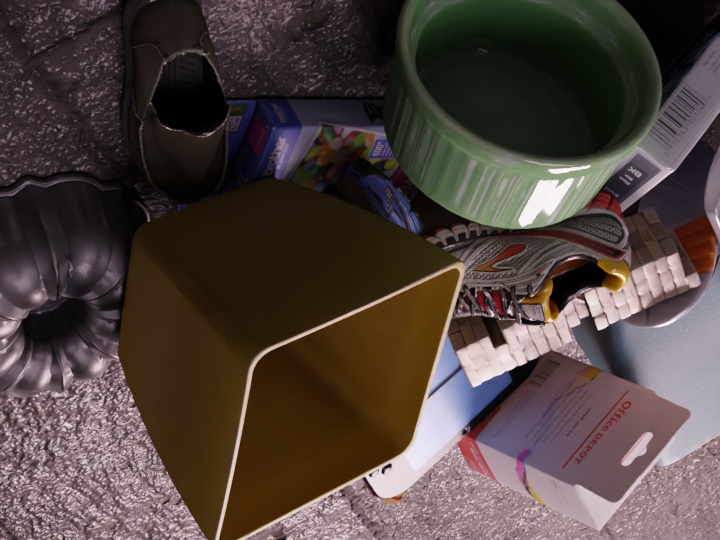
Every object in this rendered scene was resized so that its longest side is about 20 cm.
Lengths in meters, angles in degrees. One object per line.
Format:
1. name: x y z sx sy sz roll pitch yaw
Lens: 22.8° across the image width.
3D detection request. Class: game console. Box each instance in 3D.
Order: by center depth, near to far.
1. game console: 0.065 0.093 1.503 0.200 0.031 0.177 -42 149 -10

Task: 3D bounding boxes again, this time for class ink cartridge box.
1. ink cartridge box: -0.037 -0.080 1.404 0.199 0.042 0.120 -1 136 -32
2. ink cartridge box: 0.244 -0.121 1.440 0.198 0.043 0.200 -51 -179 -25
3. ink cartridge box: 0.189 0.148 1.562 0.116 0.200 0.068 -46 131 -20

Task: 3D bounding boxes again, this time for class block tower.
1. block tower: 0.164 0.019 1.422 0.199 0.054 0.058 -24 139 4

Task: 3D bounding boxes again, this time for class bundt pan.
1. bundt pan: -0.239 0.024 1.358 0.201 0.076 0.202 -19 145 -14

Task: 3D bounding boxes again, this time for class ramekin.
1. ramekin: 0.112 -0.127 1.318 0.199 0.201 0.098 -12 149 -23

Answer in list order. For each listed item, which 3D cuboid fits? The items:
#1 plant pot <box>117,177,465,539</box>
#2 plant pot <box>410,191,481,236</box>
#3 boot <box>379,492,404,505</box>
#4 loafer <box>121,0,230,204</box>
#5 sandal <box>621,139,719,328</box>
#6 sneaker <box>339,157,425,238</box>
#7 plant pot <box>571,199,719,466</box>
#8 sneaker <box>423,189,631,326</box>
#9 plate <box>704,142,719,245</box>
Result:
1. plant pot: -0.070 0.048 1.320 0.200 0.176 0.201 -23 141 -36
2. plant pot: 0.118 -0.007 1.504 0.199 0.028 0.200 15 155 7
3. boot: 0.048 0.118 1.605 0.155 0.077 0.200 -36 137 -5
4. loafer: -0.130 -0.111 1.266 0.075 0.070 0.200 -16 142 -9
5. sandal: 0.267 -0.023 1.495 0.079 0.207 0.059 0 139 23
6. sneaker: 0.000 0.000 1.408 0.078 0.075 0.201 -27 137 -29
7. plant pot: 0.284 0.013 1.626 0.195 0.197 0.200 -31 134 3
8. sneaker: 0.111 0.004 1.368 0.199 0.082 0.078 -20 143 8
9. plate: 0.334 -0.084 1.473 0.201 0.032 0.200 -64 147 -19
